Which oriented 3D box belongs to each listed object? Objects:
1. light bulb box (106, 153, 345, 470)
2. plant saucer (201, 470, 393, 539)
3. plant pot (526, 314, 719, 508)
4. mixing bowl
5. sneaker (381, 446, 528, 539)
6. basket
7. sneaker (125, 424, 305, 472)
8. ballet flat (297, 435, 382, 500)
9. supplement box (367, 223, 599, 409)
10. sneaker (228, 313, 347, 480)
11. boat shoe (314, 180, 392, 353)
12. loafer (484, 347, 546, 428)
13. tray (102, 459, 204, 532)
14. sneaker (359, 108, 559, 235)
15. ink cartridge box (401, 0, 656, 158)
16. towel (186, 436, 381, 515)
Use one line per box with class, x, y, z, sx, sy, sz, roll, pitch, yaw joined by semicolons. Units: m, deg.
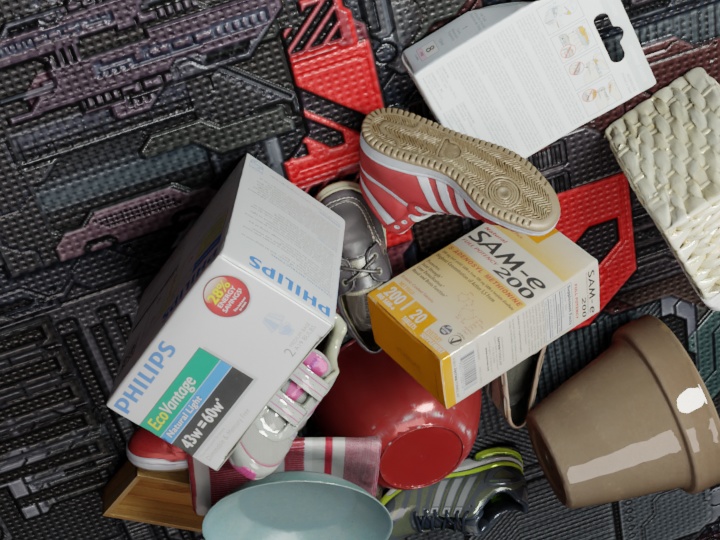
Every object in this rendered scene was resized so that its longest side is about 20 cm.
light bulb box;-0.119;0.036;1.482;0.124;0.201;0.199;32;116;-14
plant saucer;-0.065;0.253;1.676;0.199;0.039;0.202;-1;144;-1
plant pot;0.278;0.171;1.753;0.173;0.201;0.201;-23;134;-5
mixing bowl;0.052;0.163;1.739;0.198;0.109;0.202;-10;132;-12
sneaker;0.105;0.275;1.874;0.198;0.081;0.074;-24;134;2
basket;0.339;-0.085;1.563;0.135;0.201;0.123;-34;128;12
sneaker;-0.150;0.136;1.667;0.198;0.072;0.113;-16;138;-16
ballet flat;-0.051;0.213;1.794;0.199;0.047;0.067;30;147;-31
supplement box;0.123;0.031;1.594;0.199;0.126;0.074;-31;137;-21
sneaker;-0.074;0.110;1.581;0.081;0.201;0.088;33;148;-22
boat shoe;0.000;0.000;1.604;0.071;0.065;0.201;-15;133;-4
loafer;0.176;0.085;1.744;0.071;0.063;0.201;-8;132;-11
tray;-0.172;0.247;1.762;0.198;0.037;0.099;15;140;-26
sneaker;0.087;-0.070;1.508;0.199;0.072;0.113;27;148;10
ink cartridge box;0.158;-0.189;1.509;0.199;0.057;0.163;-32;133;4
towel;-0.080;0.215;1.673;0.198;0.023;0.145;-1;145;-4
